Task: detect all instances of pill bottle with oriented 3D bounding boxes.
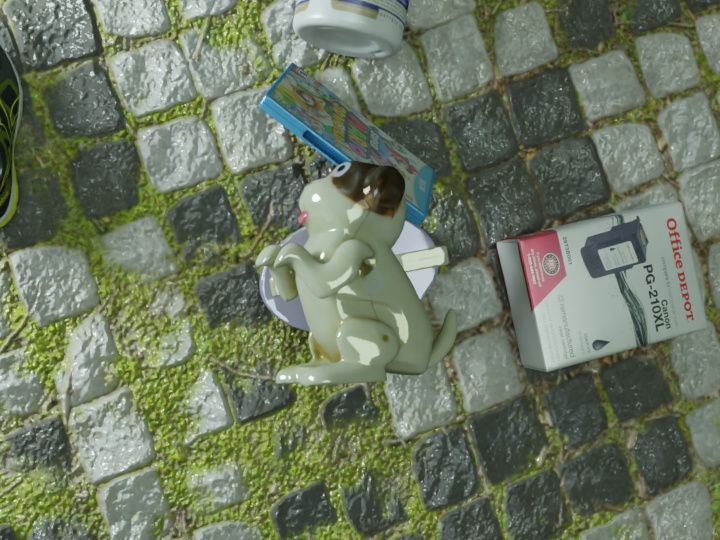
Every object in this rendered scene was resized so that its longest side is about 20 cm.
[{"bbox_3d":[0.003,-0.338,1.102,0.118,0.120,0.204,12,87,-10],"label":"pill bottle"}]

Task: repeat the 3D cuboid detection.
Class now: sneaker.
[{"bbox_3d":[-0.374,-0.144,1.042,0.073,0.085,0.204,-7,90,-11],"label":"sneaker"}]

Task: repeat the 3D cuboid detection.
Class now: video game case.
[{"bbox_3d":[-0.008,-0.135,1.089,0.199,0.144,0.018,37,113,-8],"label":"video game case"}]

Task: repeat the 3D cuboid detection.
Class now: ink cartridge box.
[{"bbox_3d":[0.267,0.016,1.160,0.196,0.084,0.147,-13,91,-11],"label":"ink cartridge box"}]

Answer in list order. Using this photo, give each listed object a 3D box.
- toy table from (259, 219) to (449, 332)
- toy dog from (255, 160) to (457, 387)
[{"bbox_3d":[-0.005,0.000,1.093,0.197,0.117,0.187,-22,92,-9],"label":"toy table"},{"bbox_3d":[0.000,0.000,0.968,0.190,0.139,0.204,-4,87,-9],"label":"toy dog"}]
